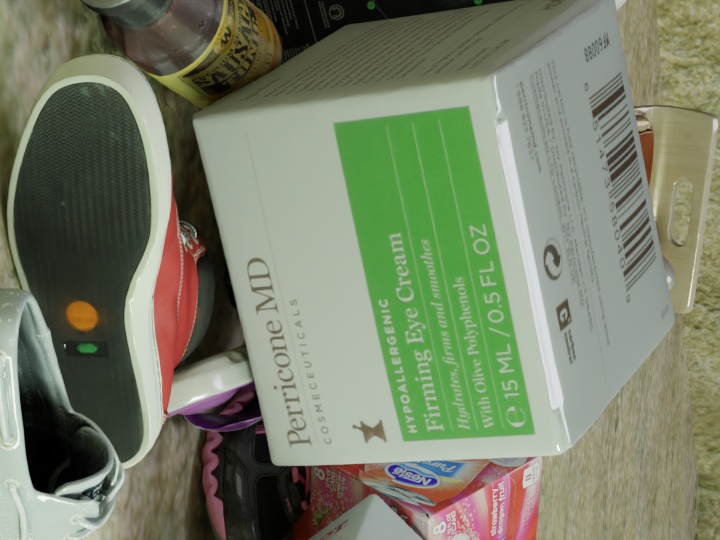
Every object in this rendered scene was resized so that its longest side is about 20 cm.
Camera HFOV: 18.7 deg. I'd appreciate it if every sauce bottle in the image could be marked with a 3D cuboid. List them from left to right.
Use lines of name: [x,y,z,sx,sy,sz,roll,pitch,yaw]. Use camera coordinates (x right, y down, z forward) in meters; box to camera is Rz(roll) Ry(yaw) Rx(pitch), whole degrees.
sauce bottle: [-0.093,-0.126,1.113,0.200,0.066,0.066,21,69,-74]

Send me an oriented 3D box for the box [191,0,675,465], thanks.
box: [0.045,-0.025,1.154,0.200,0.171,0.199,-38,119,-59]

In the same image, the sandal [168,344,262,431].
sandal: [-0.060,0.067,1.199,0.203,0.082,0.050,-12,82,-63]

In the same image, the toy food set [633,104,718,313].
toy food set: [0.148,-0.027,1.442,0.200,0.060,0.144,-8,113,-36]

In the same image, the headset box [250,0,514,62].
headset box: [0.032,-0.161,1.284,0.093,0.200,0.174,-59,136,-64]

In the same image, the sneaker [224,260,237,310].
sneaker: [0.000,0.000,1.318,0.200,0.074,0.088,6,99,-33]

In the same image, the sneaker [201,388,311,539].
sneaker: [-0.031,0.100,1.284,0.200,0.095,0.079,-71,157,-50]

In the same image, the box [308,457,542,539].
box: [0.034,0.188,1.269,0.100,0.095,0.200,-25,127,-41]

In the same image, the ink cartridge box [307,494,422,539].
ink cartridge box: [-0.017,0.245,1.123,0.145,0.145,0.200,48,26,-8]

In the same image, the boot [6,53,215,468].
boot: [-0.109,-0.026,1.042,0.144,0.072,0.200,-65,159,-60]

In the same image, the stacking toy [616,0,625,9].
stacking toy: [0.094,-0.200,1.574,0.146,0.200,0.146,-1,90,-75]

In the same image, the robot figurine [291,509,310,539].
robot figurine: [0.014,0.118,1.411,0.144,0.116,0.200,10,79,-75]

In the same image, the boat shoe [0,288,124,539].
boat shoe: [-0.138,0.085,0.909,0.070,0.071,0.201,-75,159,-46]
